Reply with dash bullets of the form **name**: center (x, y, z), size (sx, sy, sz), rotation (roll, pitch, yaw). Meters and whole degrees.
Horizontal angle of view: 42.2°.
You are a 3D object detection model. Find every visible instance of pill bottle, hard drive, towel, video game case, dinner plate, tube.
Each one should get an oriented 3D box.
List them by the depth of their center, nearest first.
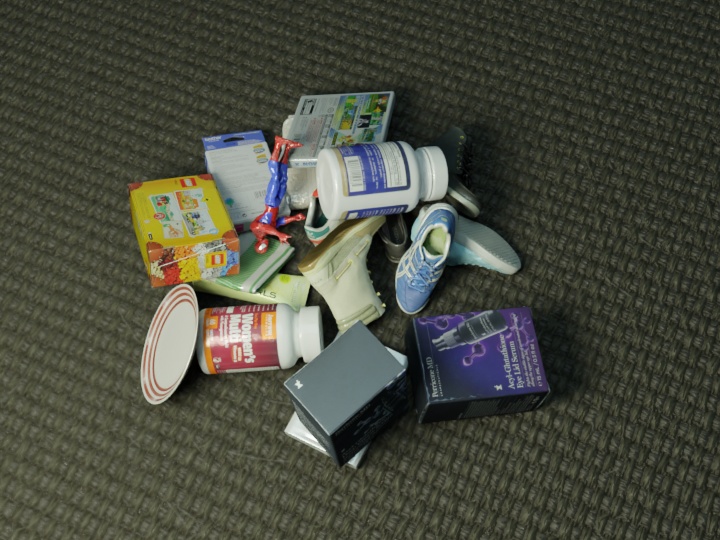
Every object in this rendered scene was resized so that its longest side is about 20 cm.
- **dinner plate**: center (-0.305, 0.121, 1.520), size (0.024, 0.200, 0.201), rotation (19, 59, -34)
- **hard drive**: center (-0.019, 0.206, 1.527), size (0.132, 0.026, 0.200), rotation (24, 68, 14)
- **pill bottle**: center (-0.163, 0.110, 1.535), size (0.199, 0.110, 0.110), rotation (-4, 65, 2)
- **pill bottle**: center (0.036, -0.151, 1.538), size (0.199, 0.120, 0.120), rotation (-7, 64, -16)
- **tube**: center (-0.188, 0.025, 1.612), size (0.199, 0.052, 0.058), rotation (11, 99, 4)
- **towel**: center (-0.234, -0.032, 1.620), size (0.199, 0.023, 0.153), rotation (22, 41, 14)
- **video game case**: center (-0.039, -0.255, 1.679), size (0.182, 0.022, 0.200), rotation (0, 44, 13)
- **towel**: center (-0.077, -0.206, 1.720), size (0.132, 0.035, 0.201), rotation (-6, 65, 2)

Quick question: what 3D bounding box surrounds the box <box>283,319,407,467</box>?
- **box**: center (-0.016, 0.190, 1.409), size (0.148, 0.200, 0.107), rotation (-39, 68, -13)

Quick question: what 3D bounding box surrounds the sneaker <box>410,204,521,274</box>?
- **sneaker**: center (0.179, -0.039, 1.615), size (0.200, 0.082, 0.074), rotation (30, 39, -3)

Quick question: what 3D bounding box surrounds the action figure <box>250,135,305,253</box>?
- **action figure**: center (-0.126, -0.118, 1.588), size (0.099, 0.065, 0.201), rotation (22, 98, 24)

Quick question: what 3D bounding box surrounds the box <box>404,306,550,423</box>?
- **box**: center (0.181, 0.151, 1.484), size (0.199, 0.104, 0.148), rotation (-6, 65, -8)

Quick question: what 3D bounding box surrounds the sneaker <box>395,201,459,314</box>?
- **sneaker**: center (0.104, -0.015, 1.547), size (0.075, 0.077, 0.201), rotation (17, 112, 2)

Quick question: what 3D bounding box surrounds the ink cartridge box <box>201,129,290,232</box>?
- **ink cartridge box**: center (-0.210, -0.163, 1.690), size (0.119, 0.042, 0.201), rotation (-12, 62, -16)

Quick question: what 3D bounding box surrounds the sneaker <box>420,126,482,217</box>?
- **sneaker**: center (0.173, -0.181, 1.633), size (0.106, 0.075, 0.200), rotation (-41, 48, 1)

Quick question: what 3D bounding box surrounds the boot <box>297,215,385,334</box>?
- **boot**: center (0.000, 0.000, 1.570), size (0.200, 0.072, 0.155), rotation (-43, 109, -36)

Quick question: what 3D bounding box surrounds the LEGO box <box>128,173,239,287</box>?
- **LEGO box**: center (-0.301, -0.073, 1.580), size (0.148, 0.077, 0.200), rotation (-9, 41, -18)

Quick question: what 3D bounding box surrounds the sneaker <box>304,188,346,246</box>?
- **sneaker**: center (-0.039, -0.134, 1.616), size (0.070, 0.093, 0.200), rotation (20, 80, 26)

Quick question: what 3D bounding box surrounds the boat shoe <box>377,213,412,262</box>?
- **boat shoe**: center (0.046, -0.110, 1.653), size (0.067, 0.057, 0.201), rotation (-18, 65, -5)

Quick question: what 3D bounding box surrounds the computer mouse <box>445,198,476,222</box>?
- **computer mouse**: center (0.180, -0.152, 1.678), size (0.058, 0.034, 0.201), rotation (0, 64, 4)
